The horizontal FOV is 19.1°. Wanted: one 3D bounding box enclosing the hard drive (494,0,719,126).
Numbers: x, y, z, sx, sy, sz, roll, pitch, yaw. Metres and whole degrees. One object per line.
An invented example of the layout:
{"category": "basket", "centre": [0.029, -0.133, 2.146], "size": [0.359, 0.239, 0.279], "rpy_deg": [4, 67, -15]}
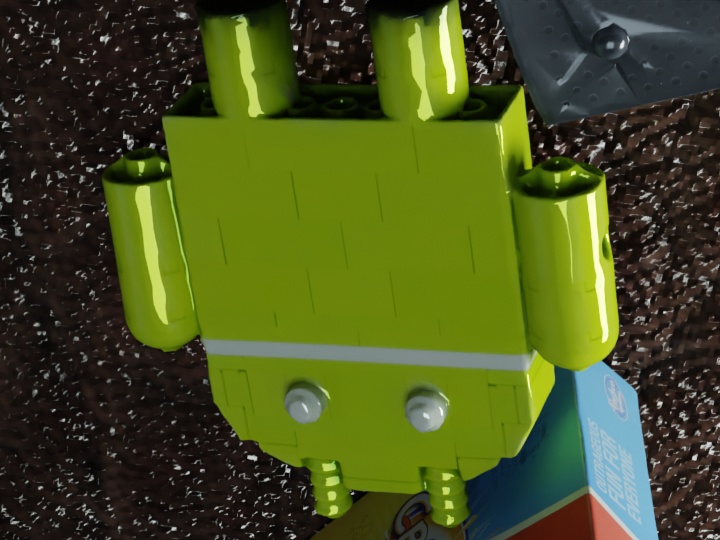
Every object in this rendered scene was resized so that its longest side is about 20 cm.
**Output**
{"category": "hard drive", "centre": [0.094, -0.149, 0.664], "size": [0.134, 0.042, 0.201], "rpy_deg": [-12, 123, 9]}

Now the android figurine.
{"category": "android figurine", "centre": [0.000, 0.000, 0.739], "size": [0.181, 0.041, 0.201], "rpy_deg": [4, 117, 19]}

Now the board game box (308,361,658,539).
{"category": "board game box", "centre": [0.022, 0.134, 0.786], "size": [0.040, 0.153, 0.200], "rpy_deg": [40, 115, -22]}
